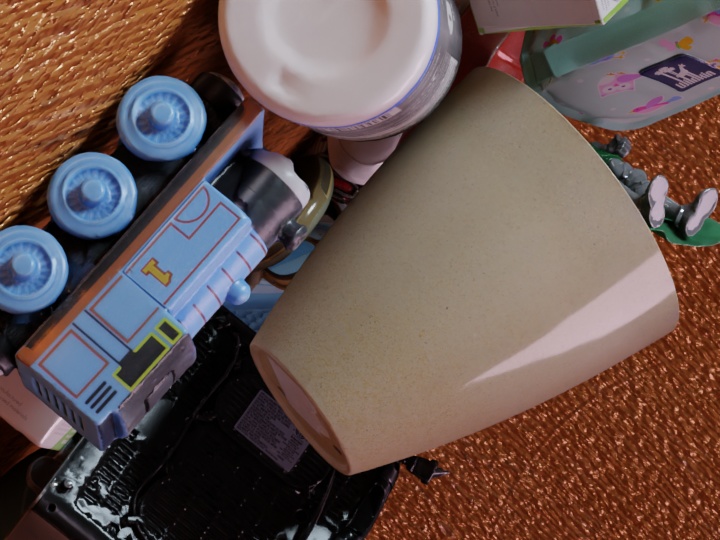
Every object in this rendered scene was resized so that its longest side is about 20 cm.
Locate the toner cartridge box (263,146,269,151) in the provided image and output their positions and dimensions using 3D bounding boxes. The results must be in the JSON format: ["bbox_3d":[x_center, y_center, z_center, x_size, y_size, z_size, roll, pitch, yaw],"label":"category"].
[{"bbox_3d":[-0.124,0.007,1.745,0.200,0.043,0.095,-52,175,11],"label":"toner cartridge box"}]

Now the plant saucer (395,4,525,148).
[{"bbox_3d":[0.084,-0.142,1.777,0.200,0.037,0.200,-53,172,-39],"label":"plant saucer"}]

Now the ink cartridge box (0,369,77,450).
[{"bbox_3d":[-0.133,0.003,1.534,0.200,0.067,0.117,-50,177,-4],"label":"ink cartridge box"}]

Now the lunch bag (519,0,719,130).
[{"bbox_3d":[0.203,-0.167,1.671,0.170,0.122,0.200,-20,-169,36],"label":"lunch bag"}]

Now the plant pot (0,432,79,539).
[{"bbox_3d":[-0.164,0.190,1.779,0.200,0.200,0.188,-47,175,-27],"label":"plant pot"}]

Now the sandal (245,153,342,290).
[{"bbox_3d":[-0.040,-0.016,1.630,0.080,0.054,0.200,-57,-176,-15],"label":"sandal"}]

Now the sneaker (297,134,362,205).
[{"bbox_3d":[-0.028,-0.058,1.959,0.082,0.078,0.200,-62,177,38],"label":"sneaker"}]

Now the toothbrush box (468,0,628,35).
[{"bbox_3d":[0.125,-0.240,1.527,0.086,0.146,0.200,-2,-152,35],"label":"toothbrush box"}]

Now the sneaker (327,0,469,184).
[{"bbox_3d":[0.036,-0.153,1.876,0.200,0.075,0.100,-58,168,-10],"label":"sneaker"}]

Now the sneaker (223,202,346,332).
[{"bbox_3d":[0.000,0.000,1.811,0.131,0.199,0.080,-67,151,-47],"label":"sneaker"}]

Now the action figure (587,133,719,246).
[{"bbox_3d":[0.130,-0.064,1.667,0.118,0.200,0.055,13,100,-39],"label":"action figure"}]

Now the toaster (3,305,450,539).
[{"bbox_3d":[-0.088,0.139,1.647,0.181,0.200,0.119,-55,-172,-27],"label":"toaster"}]

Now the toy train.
[{"bbox_3d":[-0.112,-0.008,1.408,0.200,0.114,0.087,-48,174,-14],"label":"toy train"}]

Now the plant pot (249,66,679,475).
[{"bbox_3d":[0.043,0.018,1.549,0.200,0.187,0.187,-36,171,-12],"label":"plant pot"}]

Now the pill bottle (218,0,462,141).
[{"bbox_3d":[-0.005,-0.128,1.476,0.114,0.114,0.200,-51,174,4],"label":"pill bottle"}]
